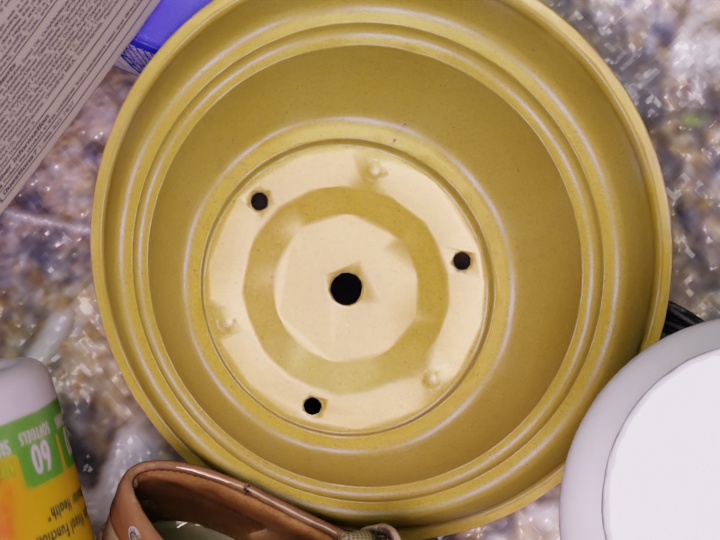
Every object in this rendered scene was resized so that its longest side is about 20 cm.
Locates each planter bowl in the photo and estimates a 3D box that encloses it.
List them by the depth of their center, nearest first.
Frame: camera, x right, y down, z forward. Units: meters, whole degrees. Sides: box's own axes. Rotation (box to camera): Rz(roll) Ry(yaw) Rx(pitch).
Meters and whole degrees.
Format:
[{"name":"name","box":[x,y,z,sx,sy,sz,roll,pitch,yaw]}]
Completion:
[{"name":"planter bowl","box":[0.000,0.000,0.788,0.199,0.083,0.202,1,100,8]}]

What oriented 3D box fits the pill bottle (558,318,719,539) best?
[{"name":"pill bottle","box":[0.114,0.073,0.716,0.112,0.200,0.114,-1,82,8]}]

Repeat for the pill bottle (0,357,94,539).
[{"name":"pill bottle","box":[-0.127,0.137,0.774,0.110,0.111,0.202,-14,95,6]}]

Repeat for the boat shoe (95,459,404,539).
[{"name":"boat shoe","box":[-0.004,0.120,0.781,0.199,0.074,0.076,20,39,20]}]

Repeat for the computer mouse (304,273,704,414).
[{"name":"computer mouse","box":[0.035,0.024,0.843,0.198,0.034,0.059,4,73,12]}]

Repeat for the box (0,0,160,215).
[{"name":"box","box":[-0.147,-0.114,0.756,0.109,0.200,0.128,35,84,16]}]

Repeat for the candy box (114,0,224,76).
[{"name":"candy box","box":[-0.077,-0.163,0.898,0.199,0.077,0.170,24,81,16]}]
